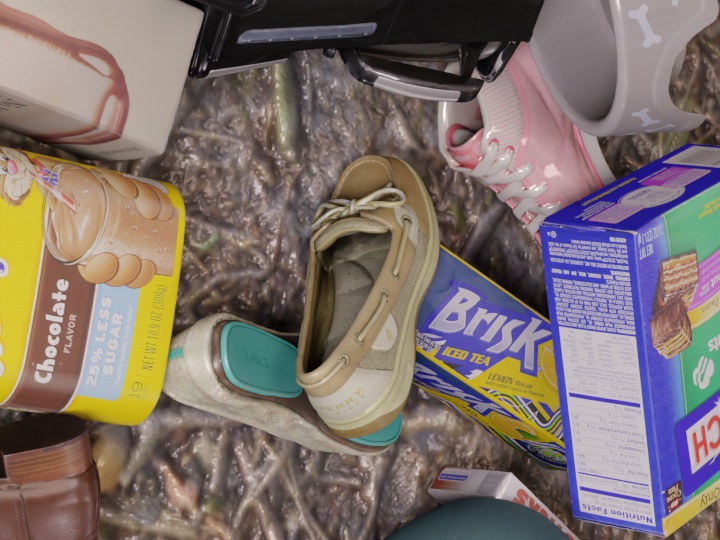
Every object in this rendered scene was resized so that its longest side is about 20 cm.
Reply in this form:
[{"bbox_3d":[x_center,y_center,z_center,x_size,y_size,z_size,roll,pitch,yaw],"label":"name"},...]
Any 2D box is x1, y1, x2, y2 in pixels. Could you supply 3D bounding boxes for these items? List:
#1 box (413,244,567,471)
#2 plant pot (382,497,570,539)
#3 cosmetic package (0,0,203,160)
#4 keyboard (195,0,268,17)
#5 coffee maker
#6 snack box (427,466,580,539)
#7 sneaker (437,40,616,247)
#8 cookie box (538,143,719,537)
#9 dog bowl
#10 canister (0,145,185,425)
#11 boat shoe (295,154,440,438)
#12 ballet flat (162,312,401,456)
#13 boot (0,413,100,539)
[{"bbox_3d":[0.083,0.056,1.258,0.200,0.064,0.070,34,70,-28],"label":"box"},{"bbox_3d":[0.072,0.216,1.186,0.200,0.200,0.135,45,40,-25],"label":"plant pot"},{"bbox_3d":[-0.199,-0.131,1.050,0.200,0.103,0.087,20,79,-30],"label":"cosmetic package"},{"bbox_3d":[-0.102,-0.218,1.060,0.021,0.200,0.127,14,99,-55],"label":"keyboard"},{"bbox_3d":[-0.001,-0.195,1.120,0.200,0.135,0.192,-4,128,-21],"label":"coffee maker"},{"bbox_3d":[0.131,0.197,1.280,0.200,0.072,0.024,45,65,-25],"label":"snack box"},{"bbox_3d":[0.107,-0.056,1.273,0.105,0.075,0.201,-20,95,-33],"label":"sneaker"},{"bbox_3d":[0.200,0.040,1.245,0.171,0.075,0.200,-27,116,-43],"label":"cookie box"},{"bbox_3d":[0.143,-0.171,1.172,0.059,0.200,0.200,-18,99,-12],"label":"dog bowl"},{"bbox_3d":[-0.201,0.002,1.054,0.200,0.086,0.149,12,82,-35],"label":"canister"},{"bbox_3d":[-0.002,0.001,1.160,0.063,0.073,0.201,50,38,-40],"label":"boat shoe"},{"bbox_3d":[-0.050,0.067,1.166,0.200,0.062,0.068,30,53,-51],"label":"ballet flat"},{"bbox_3d":[-0.215,0.189,1.055,0.186,0.064,0.200,-9,112,-9],"label":"boot"}]
